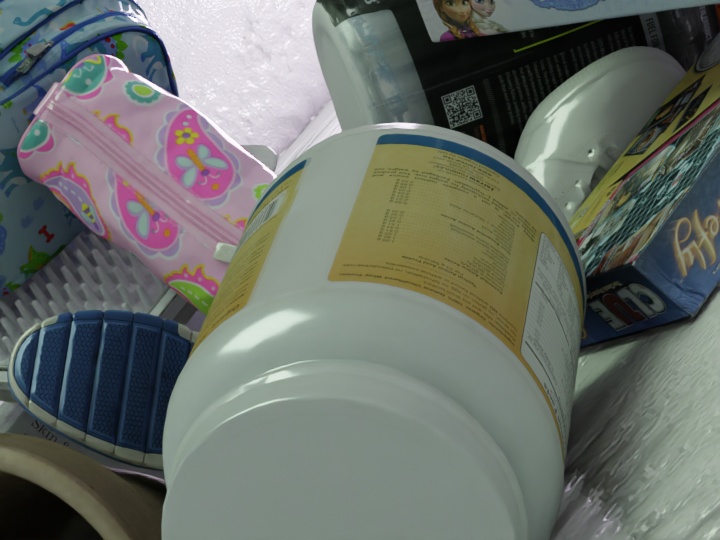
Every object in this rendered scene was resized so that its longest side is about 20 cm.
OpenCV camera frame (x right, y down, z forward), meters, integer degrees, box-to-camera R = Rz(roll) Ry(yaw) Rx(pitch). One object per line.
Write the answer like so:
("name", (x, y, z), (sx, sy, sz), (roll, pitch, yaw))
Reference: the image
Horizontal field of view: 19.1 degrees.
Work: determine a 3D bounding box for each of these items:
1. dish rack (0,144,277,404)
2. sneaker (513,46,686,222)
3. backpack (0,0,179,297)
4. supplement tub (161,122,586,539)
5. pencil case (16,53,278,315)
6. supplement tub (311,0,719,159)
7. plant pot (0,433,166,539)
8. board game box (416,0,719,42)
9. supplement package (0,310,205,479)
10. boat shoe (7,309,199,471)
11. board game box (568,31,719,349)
("dish rack", (-0.143, 0.007, 1.217), (0.171, 0.044, 0.200), (1, 42, 39))
("sneaker", (0.094, -0.015, 1.004), (0.200, 0.075, 0.088), (-49, 24, 3))
("backpack", (-0.198, -0.084, 1.219), (0.153, 0.163, 0.200), (8, 42, 23))
("supplement tub", (0.007, 0.047, 0.801), (0.145, 0.145, 0.200), (-44, 13, 27))
("pencil case", (-0.086, -0.032, 1.118), (0.087, 0.200, 0.088), (-41, -26, -25))
("supplement tub", (0.086, -0.114, 1.077), (0.199, 0.123, 0.123), (-20, 5, -6))
("plant pot", (-0.141, 0.164, 1.003), (0.200, 0.200, 0.175), (-45, -9, 18))
("board game box", (0.150, -0.175, 0.959), (0.200, 0.041, 0.200), (-4, 31, 35))
("supplement package", (-0.142, 0.115, 1.292), (0.200, 0.152, 0.151), (-53, 10, -36))
("boat shoe", (-0.075, 0.074, 1.042), (0.072, 0.199, 0.072), (128, 156, -68))
("board game box", (0.155, -0.054, 0.924), (0.200, 0.035, 0.135), (-51, 9, -19))
